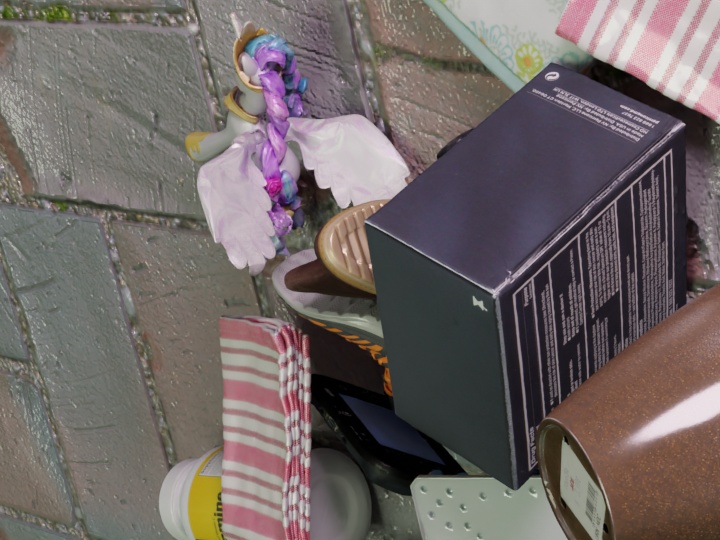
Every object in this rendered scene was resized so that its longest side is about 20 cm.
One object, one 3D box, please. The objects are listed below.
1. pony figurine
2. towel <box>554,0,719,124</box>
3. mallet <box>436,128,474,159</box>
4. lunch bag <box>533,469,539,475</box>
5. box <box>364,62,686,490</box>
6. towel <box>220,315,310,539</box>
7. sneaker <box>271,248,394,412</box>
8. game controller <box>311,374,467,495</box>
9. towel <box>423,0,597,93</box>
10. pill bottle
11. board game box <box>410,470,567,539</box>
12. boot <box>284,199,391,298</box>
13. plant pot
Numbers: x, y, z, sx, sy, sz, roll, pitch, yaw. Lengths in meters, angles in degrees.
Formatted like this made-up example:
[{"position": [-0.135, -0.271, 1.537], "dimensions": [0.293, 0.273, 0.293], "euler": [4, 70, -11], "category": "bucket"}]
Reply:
[{"position": [-0.072, -0.087, 1.625], "dimensions": [0.193, 0.166, 0.200], "euler": [64, 160, 16], "category": "pony figurine"}, {"position": [0.230, -0.158, 1.300], "dimensions": [0.200, 0.030, 0.146], "euler": [31, 136, 12], "category": "towel"}, {"position": [0.051, -0.049, 1.594], "dimensions": [0.066, 0.041, 0.200], "euler": [60, 146, 1], "category": "mallet"}, {"position": [0.186, 0.224, 1.582], "dimensions": [0.161, 0.082, 0.200], "euler": [-26, 95, 51], "category": "lunch bag"}, {"position": [0.117, 0.002, 1.390], "dimensions": [0.123, 0.198, 0.200], "euler": [29, 146, 32], "category": "box"}, {"position": [-0.085, 0.140, 1.701], "dimensions": [0.146, 0.030, 0.200], "euler": [4, 95, 64], "category": "towel"}, {"position": [0.013, 0.059, 1.655], "dimensions": [0.200, 0.078, 0.112], "euler": [26, 144, 36], "category": "sneaker"}, {"position": [0.022, 0.135, 1.643], "dimensions": [0.104, 0.042, 0.200], "euler": [29, -173, -26], "category": "game controller"}, {"position": [0.102, -0.230, 1.410], "dimensions": [0.200, 0.048, 0.171], "euler": [45, 140, 17], "category": "towel"}, {"position": [-0.092, 0.214, 1.853], "dimensions": [0.200, 0.112, 0.112], "euler": [-4, 111, 48], "category": "pill bottle"}, {"position": [0.150, 0.239, 1.519], "dimensions": [0.200, 0.026, 0.200], "euler": [-4, 110, 29], "category": "board game box"}, {"position": [0.000, 0.000, 1.497], "dimensions": [0.166, 0.200, 0.073], "euler": [-15, 79, 43], "category": "boot"}, {"position": [0.212, 0.097, 1.199], "dimensions": [0.187, 0.200, 0.187], "euler": [161, 90, -72], "category": "plant pot"}]
